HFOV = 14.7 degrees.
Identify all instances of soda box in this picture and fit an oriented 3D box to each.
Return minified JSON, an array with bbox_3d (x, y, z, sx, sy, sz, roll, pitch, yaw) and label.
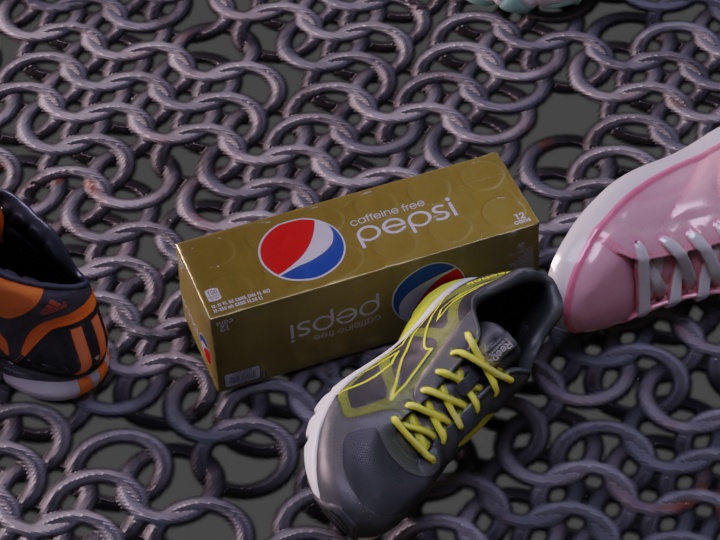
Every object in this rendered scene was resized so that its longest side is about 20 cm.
[{"bbox_3d":[0.000,0.000,1.599,0.200,0.064,0.068,-16,46,-13],"label":"soda box"}]

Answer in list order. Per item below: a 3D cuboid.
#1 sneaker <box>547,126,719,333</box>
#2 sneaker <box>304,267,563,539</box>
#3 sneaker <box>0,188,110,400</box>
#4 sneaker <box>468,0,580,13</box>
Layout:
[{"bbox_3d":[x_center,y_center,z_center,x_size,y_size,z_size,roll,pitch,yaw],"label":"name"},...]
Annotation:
[{"bbox_3d":[0.201,-0.015,1.592,0.200,0.075,0.105,-33,46,-31],"label":"sneaker"},{"bbox_3d":[0.040,0.061,1.503,0.074,0.085,0.200,45,50,-12],"label":"sneaker"},{"bbox_3d":[-0.234,-0.004,1.585,0.200,0.112,0.078,13,47,16],"label":"sneaker"},{"bbox_3d":[0.066,-0.248,1.791,0.200,0.140,0.078,15,47,19],"label":"sneaker"}]
